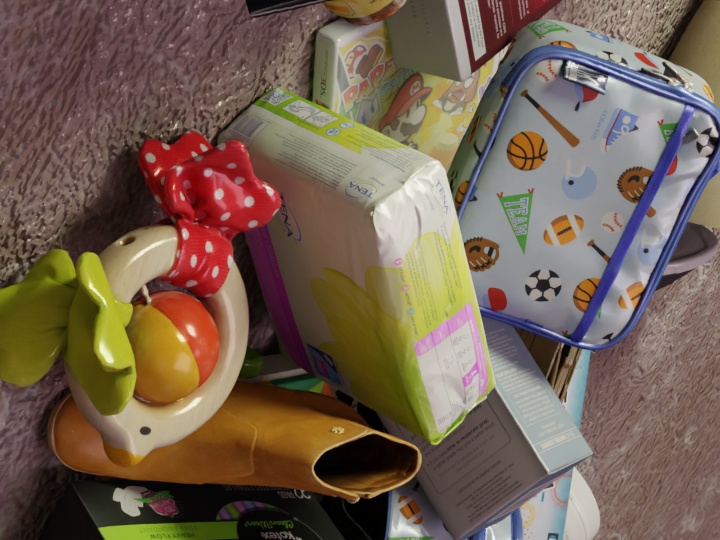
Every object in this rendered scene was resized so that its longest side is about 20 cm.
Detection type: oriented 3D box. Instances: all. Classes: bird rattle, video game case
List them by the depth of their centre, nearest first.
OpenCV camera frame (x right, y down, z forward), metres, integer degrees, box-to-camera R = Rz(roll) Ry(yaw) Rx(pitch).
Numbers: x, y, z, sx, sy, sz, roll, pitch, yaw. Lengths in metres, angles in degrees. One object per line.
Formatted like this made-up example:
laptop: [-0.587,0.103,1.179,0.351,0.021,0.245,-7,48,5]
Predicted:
bird rattle: [-0.121,0.019,1.166,0.200,0.112,0.164,-46,133,-41]
video game case: [0.038,-0.115,1.368,0.200,0.023,0.183,-32,140,-38]

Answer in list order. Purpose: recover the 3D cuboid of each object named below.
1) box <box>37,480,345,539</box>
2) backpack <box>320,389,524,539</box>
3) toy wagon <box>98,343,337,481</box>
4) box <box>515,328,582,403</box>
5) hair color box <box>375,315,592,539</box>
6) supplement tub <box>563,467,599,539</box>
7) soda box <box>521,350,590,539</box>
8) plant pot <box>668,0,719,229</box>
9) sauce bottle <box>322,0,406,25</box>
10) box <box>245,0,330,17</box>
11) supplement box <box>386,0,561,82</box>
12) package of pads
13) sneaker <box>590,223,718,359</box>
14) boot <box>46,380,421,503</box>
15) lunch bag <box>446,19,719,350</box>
box: [-0.101,0.225,1.280,0.199,0.149,0.125,6,125,-45]
backpack: [0.029,0.205,1.448,0.191,0.153,0.201,-84,-170,-64]
toy wagon: [-0.094,0.123,1.362,0.200,0.039,0.156,-8,122,-54]
box: [0.116,0.037,1.461,0.021,0.200,0.164,18,97,-18]
hair color box: [0.058,0.069,1.361,0.061,0.200,0.099,-16,160,-51]
supplement tub: [0.087,0.236,1.640,0.200,0.132,0.132,-41,145,-28]
soda box: [0.124,0.123,1.550,0.068,0.064,0.201,10,88,-27]
plant pot: [0.315,-0.133,1.638,0.187,0.187,0.201,5,99,-57]
sauce bottle: [-0.034,-0.209,1.137,0.066,0.066,0.200,-56,144,-5]
box: [0.021,-0.253,1.041,0.196,0.124,0.201,-21,100,-45]
supplement box: [0.095,-0.220,1.298,0.200,0.061,0.109,-40,132,-33]
package of pads: [0.000,0.000,1.250,0.068,0.154,0.201,-39,134,-26]
sneaker: [0.203,0.018,1.665,0.199,0.071,0.099,-16,136,-26]
boot: [-0.074,0.103,1.232,0.200,0.144,0.071,0,98,-36]
lunch bag: [0.141,-0.054,1.290,0.076,0.160,0.201,-90,-158,-65]
